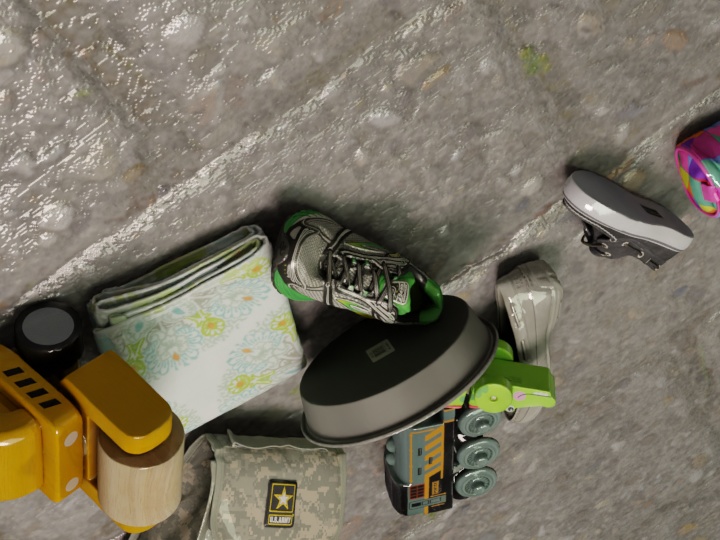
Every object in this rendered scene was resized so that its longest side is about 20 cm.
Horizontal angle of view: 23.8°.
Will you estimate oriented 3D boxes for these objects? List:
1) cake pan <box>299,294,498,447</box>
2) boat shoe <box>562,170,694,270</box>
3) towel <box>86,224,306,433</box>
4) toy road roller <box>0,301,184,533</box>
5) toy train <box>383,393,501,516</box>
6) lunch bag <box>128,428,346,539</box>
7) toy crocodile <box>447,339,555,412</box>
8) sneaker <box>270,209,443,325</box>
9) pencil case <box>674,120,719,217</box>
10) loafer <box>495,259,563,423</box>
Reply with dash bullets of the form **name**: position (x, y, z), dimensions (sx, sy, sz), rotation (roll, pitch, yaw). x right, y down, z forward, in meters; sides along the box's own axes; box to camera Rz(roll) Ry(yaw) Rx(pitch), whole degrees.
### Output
- **cake pan**: position (0.028, 0.085, 1.541), dimensions (0.199, 0.200, 0.037), rotation (-30, 110, -4)
- **boat shoe**: position (0.247, -0.040, 1.648), dimensions (0.199, 0.070, 0.066), rotation (13, 122, -52)
- **towel**: position (-0.139, 0.062, 1.498), dimensions (0.170, 0.048, 0.201), rotation (-25, 141, -10)
- **toy road roller**: position (-0.249, 0.139, 1.384), dimensions (0.146, 0.199, 0.124), rotation (-35, 149, -35)
- **toy train**: position (0.080, 0.171, 1.745), dimensions (0.113, 0.086, 0.201), rotation (-12, 138, -10)
- **lunch bag**: position (-0.114, 0.245, 1.658), dimensions (0.163, 0.118, 0.201), rotation (7, 121, -39)
- **toy crocodile**: position (0.090, 0.106, 1.641), dimensions (0.197, 0.068, 0.062), rotation (6, 130, -6)
- **sneaker**: position (0.000, 0.000, 1.484), dimensions (0.199, 0.085, 0.079), rotation (16, 88, -48)
- **pencil case**: position (0.401, -0.128, 1.644), dimensions (0.199, 0.089, 0.089), rotation (-28, 142, -5)
- **loafer**: position (0.154, 0.075, 1.705), dimensions (0.069, 0.070, 0.202), rotation (-12, 130, -16)
